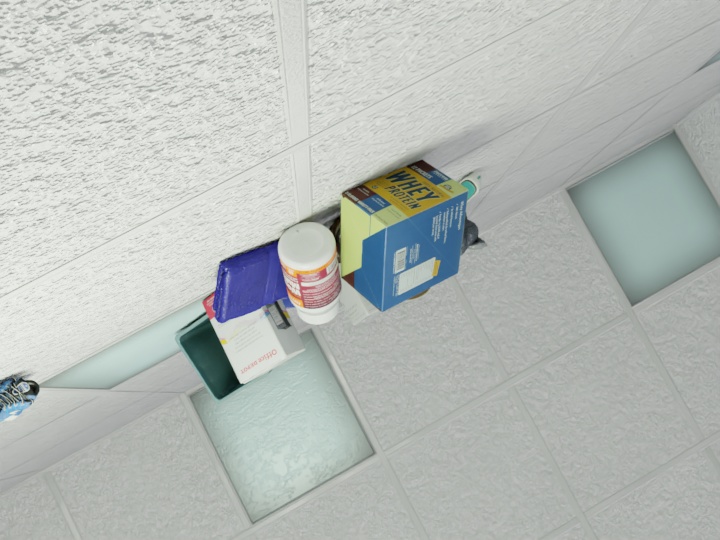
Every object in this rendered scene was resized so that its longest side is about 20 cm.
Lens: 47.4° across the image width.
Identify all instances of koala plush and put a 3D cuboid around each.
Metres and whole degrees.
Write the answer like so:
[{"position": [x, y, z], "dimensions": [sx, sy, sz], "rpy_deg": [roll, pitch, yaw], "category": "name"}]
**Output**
[{"position": [0.292, -0.103, 2.520], "dimensions": [0.199, 0.178, 0.184], "rpy_deg": [-19, 159, -39], "category": "koala plush"}]

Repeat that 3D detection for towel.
[{"position": [-0.198, 0.010, 1.590], "dimensions": [0.199, 0.049, 0.149], "rpy_deg": [-24, 140, -40], "category": "towel"}]

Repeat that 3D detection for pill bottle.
[{"position": [-0.093, 0.011, 1.577], "dimensions": [0.109, 0.110, 0.201], "rpy_deg": [-27, 144, -16], "category": "pill bottle"}]

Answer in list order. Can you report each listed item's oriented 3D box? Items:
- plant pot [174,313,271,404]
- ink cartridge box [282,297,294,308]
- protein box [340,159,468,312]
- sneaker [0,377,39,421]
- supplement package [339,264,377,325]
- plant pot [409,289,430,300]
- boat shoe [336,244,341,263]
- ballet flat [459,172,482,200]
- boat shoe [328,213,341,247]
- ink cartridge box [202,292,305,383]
[{"position": [-0.289, 0.168, 2.009], "dimensions": [0.195, 0.197, 0.200], "rpy_deg": [-32, -178, 32], "category": "plant pot"}, {"position": [-0.129, 0.047, 2.008], "dimensions": [0.135, 0.077, 0.199], "rpy_deg": [-6, -175, 30], "category": "ink cartridge box"}, {"position": [0.080, -0.067, 1.550], "dimensions": [0.199, 0.135, 0.200], "rpy_deg": [-25, 136, -30], "category": "protein box"}, {"position": [-0.635, 0.227, 1.453], "dimensions": [0.089, 0.079, 0.200], "rpy_deg": [-36, -178, 4], "category": "sneaker"}, {"position": [0.000, 0.000, 1.836], "dimensions": [0.119, 0.201, 0.121], "rpy_deg": [-26, 173, -21], "category": "supplement package"}, {"position": [0.126, -0.035, 2.327], "dimensions": [0.200, 0.200, 0.135], "rpy_deg": [-33, -160, 33], "category": "plant pot"}, {"position": [-0.092, -0.039, 1.711], "dimensions": [0.200, 0.075, 0.075], "rpy_deg": [-13, -150, -1], "category": "boat shoe"}, {"position": [0.250, -0.191, 2.113], "dimensions": [0.069, 0.070, 0.200], "rpy_deg": [-24, 171, -37], "category": "ballet flat"}, {"position": [0.016, -0.118, 1.630], "dimensions": [0.199, 0.076, 0.074], "rpy_deg": [-33, -151, -23], "category": "boat shoe"}, {"position": [-0.229, 0.116, 1.744], "dimensions": [0.147, 0.202, 0.085], "rpy_deg": [-31, 173, 31], "category": "ink cartridge box"}]
